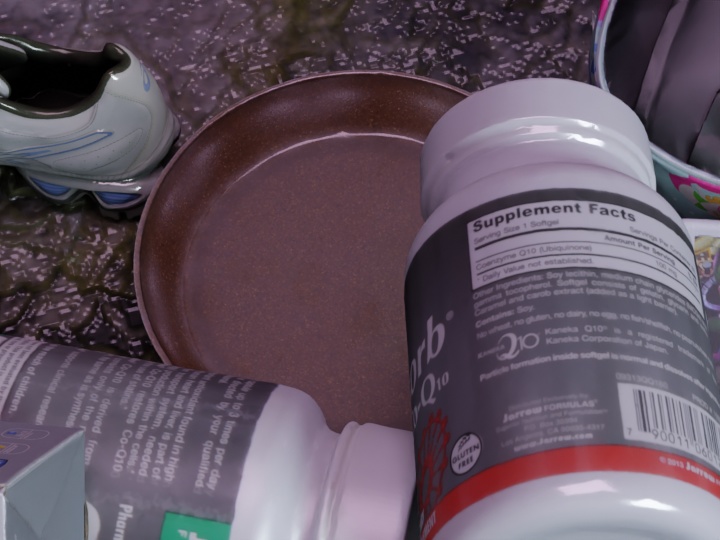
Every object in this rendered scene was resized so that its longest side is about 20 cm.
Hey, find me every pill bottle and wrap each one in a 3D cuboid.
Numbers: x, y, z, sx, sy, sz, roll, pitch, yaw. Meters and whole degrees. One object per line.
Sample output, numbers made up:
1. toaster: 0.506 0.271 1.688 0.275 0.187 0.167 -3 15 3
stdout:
1. pill bottle: -0.076 0.094 0.846 0.198 0.113 0.114 9 58 8
2. pill bottle: 0.075 0.033 0.810 0.115 0.116 0.201 -3 51 -1

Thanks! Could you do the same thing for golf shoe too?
1. golf shoe: -0.183 -0.079 0.969 0.198 0.097 0.079 0 59 3

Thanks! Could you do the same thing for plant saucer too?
1. plant saucer: 0.000 0.000 0.953 0.198 0.032 0.202 0 57 1

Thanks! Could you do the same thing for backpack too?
1. backpack: 0.186 -0.097 0.939 0.176 0.151 0.201 15 63 8

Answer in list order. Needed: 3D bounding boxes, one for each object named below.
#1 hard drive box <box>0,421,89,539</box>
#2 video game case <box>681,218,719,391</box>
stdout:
1. hard drive box: -0.204 0.131 0.780 0.198 0.157 0.077 5 13 13
2. video game case: 0.218 0.076 0.854 0.198 0.023 0.184 4 84 4
